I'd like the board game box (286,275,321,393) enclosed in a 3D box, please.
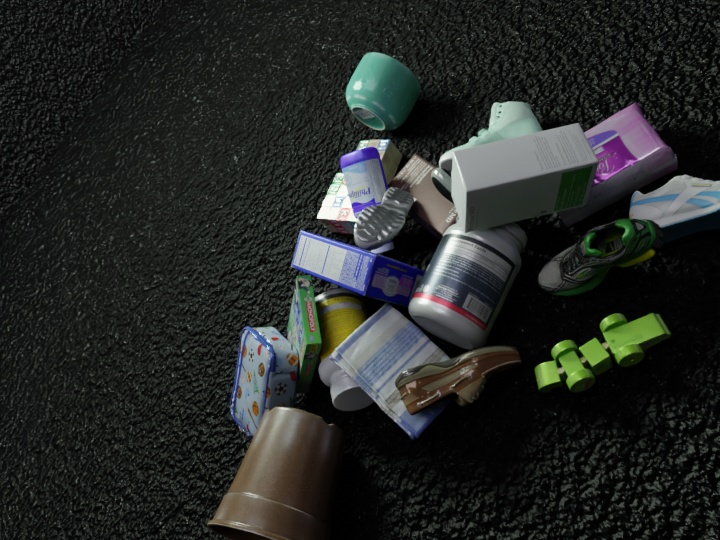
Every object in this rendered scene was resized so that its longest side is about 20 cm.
[{"bbox_3d":[-0.106,0.122,1.128,0.029,0.201,0.136,-4,57,-15],"label":"board game box"}]

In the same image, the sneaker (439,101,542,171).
[{"bbox_3d":[0.240,-0.252,1.169,0.197,0.074,0.120,-14,59,10],"label":"sneaker"}]

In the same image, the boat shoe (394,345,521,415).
[{"bbox_3d":[0.155,0.174,0.956,0.197,0.076,0.075,-16,68,0],"label":"boat shoe"}]

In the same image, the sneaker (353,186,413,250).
[{"bbox_3d":[0.044,-0.075,1.096,0.074,0.083,0.200,25,34,14],"label":"sneaker"}]

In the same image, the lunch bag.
[{"bbox_3d":[-0.185,0.213,1.150,0.160,0.075,0.203,28,110,50],"label":"lunch bag"}]

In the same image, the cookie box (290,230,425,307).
[{"bbox_3d":[0.000,0.000,1.125,0.198,0.170,0.076,20,92,43],"label":"cookie box"}]

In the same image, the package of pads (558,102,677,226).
[{"bbox_3d":[0.396,-0.170,1.012,0.198,0.076,0.122,-30,49,18],"label":"package of pads"}]

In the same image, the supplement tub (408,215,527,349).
[{"bbox_3d":[0.178,0.013,1.013,0.139,0.140,0.202,17,73,42],"label":"supplement tub"}]

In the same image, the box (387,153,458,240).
[{"bbox_3d":[0.143,-0.131,1.179,0.100,0.075,0.200,-48,47,1],"label":"box"}]

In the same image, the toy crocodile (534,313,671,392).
[{"bbox_3d":[0.343,0.122,0.884,0.198,0.062,0.068,-30,48,11],"label":"toy crocodile"}]

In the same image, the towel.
[{"bbox_3d":[0.064,0.160,1.011,0.200,0.024,0.147,41,67,20],"label":"towel"}]

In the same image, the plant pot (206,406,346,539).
[{"bbox_3d":[-0.120,0.345,1.001,0.198,0.201,0.201,-7,51,33],"label":"plant pot"}]

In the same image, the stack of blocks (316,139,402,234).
[{"bbox_3d":[-0.001,-0.180,1.324,0.114,0.058,0.202,8,68,40],"label":"stack of blocks"}]

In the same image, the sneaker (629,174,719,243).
[{"bbox_3d":[0.494,-0.102,0.894,0.197,0.076,0.082,-14,62,30],"label":"sneaker"}]

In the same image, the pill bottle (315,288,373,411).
[{"bbox_3d":[-0.027,0.141,1.104,0.110,0.111,0.202,-30,48,17],"label":"pill bottle"}]

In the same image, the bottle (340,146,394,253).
[{"bbox_3d":[0.020,-0.135,1.210,0.083,0.065,0.203,-9,97,46],"label":"bottle"}]

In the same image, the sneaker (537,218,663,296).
[{"bbox_3d":[0.342,-0.026,0.929,0.200,0.084,0.079,-40,49,45],"label":"sneaker"}]

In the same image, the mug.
[{"bbox_3d":[0.046,-0.377,1.369,0.150,0.185,0.116,26,80,18],"label":"mug"}]

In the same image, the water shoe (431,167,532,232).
[{"bbox_3d":[0.210,-0.131,1.055,0.080,0.199,0.071,-57,16,1],"label":"water shoe"}]

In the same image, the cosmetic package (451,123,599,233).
[{"bbox_3d":[0.243,-0.139,0.938,0.197,0.108,0.086,-14,57,1],"label":"cosmetic package"}]
